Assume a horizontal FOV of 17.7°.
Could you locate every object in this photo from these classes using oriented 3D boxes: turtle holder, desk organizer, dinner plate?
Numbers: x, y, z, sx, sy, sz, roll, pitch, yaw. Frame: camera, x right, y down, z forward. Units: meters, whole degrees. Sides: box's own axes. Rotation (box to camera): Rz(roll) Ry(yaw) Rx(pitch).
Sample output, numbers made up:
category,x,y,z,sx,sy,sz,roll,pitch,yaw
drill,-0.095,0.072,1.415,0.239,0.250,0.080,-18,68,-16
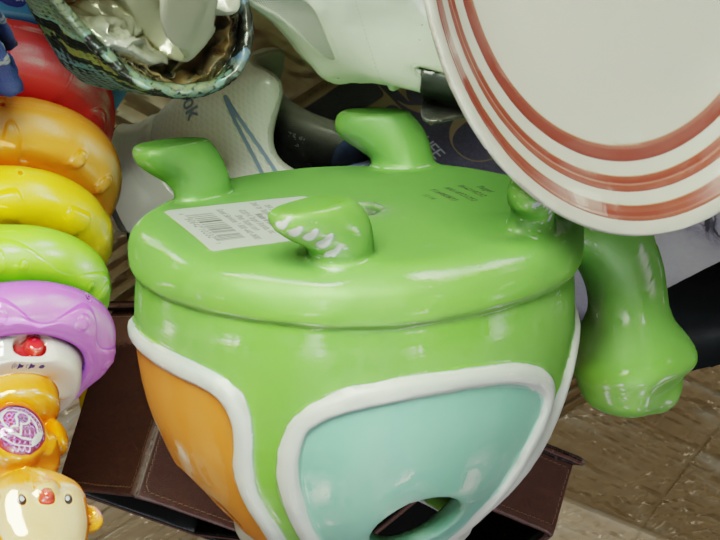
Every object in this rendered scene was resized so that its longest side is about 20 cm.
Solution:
category,x,y,z,sx,sy,sz,roll,pitch,yaw
turtle holder,0.011,0.021,0.770,0.185,0.141,0.132,-20,116,-49
desk organizer,-0.014,0.081,0.928,0.200,0.077,0.072,24,166,-31
dinner plate,0.086,-0.111,0.718,0.200,0.200,0.024,12,177,-42

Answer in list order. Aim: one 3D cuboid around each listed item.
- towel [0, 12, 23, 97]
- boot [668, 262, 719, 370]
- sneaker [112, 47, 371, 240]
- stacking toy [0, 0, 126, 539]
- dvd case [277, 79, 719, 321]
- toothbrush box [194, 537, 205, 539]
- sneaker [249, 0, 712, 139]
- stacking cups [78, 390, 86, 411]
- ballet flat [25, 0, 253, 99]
category,x,y,z,sx,sy,sz,roll,pitch,yaw
towel,-0.179,-0.113,0.633,0.145,0.024,0.200,7,151,10
boot,0.222,-0.013,1.024,0.168,0.076,0.200,-5,-164,25
sneaker,0.000,0.000,0.852,0.200,0.075,0.087,39,120,-23
stacking toy,-0.119,0.009,0.738,0.116,0.200,0.110,6,142,-31
dvd case,0.068,-0.041,0.857,0.200,0.016,0.149,-31,119,32
toothbrush box,0.018,0.209,1.147,0.146,0.200,0.086,16,134,-45
sneaker,0.029,-0.090,0.772,0.200,0.074,0.089,25,149,-17
stacking cups,-0.018,0.039,0.995,0.200,0.061,0.061,-11,149,-21
ballet flat,-0.082,-0.117,0.666,0.074,0.074,0.200,-25,145,9
